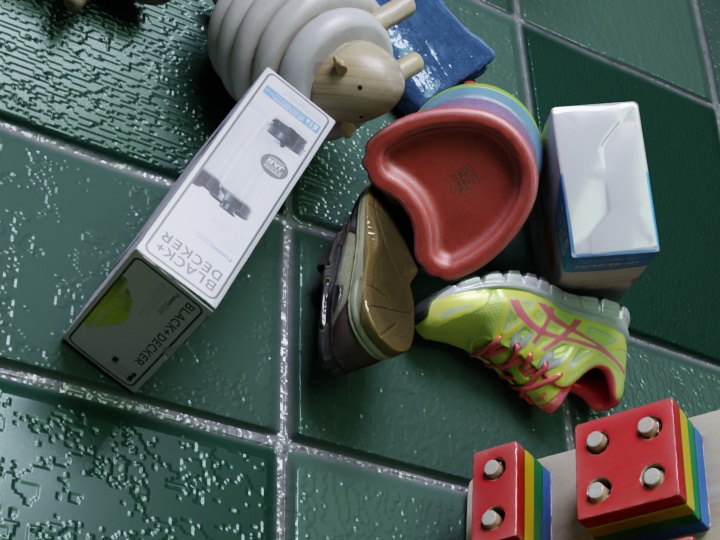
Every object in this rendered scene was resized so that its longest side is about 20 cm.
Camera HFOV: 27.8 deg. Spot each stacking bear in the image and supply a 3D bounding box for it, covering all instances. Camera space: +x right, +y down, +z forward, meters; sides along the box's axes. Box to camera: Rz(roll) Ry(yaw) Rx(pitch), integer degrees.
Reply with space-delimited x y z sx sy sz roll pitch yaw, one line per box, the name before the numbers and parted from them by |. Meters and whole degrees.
stacking bear | 0.084 -0.092 1.113 0.122 0.113 0.200 59 16 -12

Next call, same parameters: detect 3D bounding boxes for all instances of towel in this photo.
towel | 0.018 -0.222 1.213 0.200 0.049 0.111 52 45 3

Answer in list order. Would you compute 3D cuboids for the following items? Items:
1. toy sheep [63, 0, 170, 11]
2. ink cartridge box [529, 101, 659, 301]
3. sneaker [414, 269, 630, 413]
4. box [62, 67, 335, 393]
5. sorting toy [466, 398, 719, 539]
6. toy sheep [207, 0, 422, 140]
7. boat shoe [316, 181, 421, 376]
toy sheep | -0.198 -0.269 1.023 0.200 0.137 0.138 50 41 -23
ink cartridge box | 0.173 -0.041 1.133 0.067 0.200 0.116 -5 76 -2
sneaker | 0.127 0.059 1.088 0.199 0.078 0.091 11 65 -28
box | -0.101 -0.029 0.942 0.060 0.117 0.201 38 46 -10
sorting toy | 0.140 0.187 0.910 0.070 0.199 0.200 43 39 -39
toy sheep | -0.042 -0.164 1.057 0.137 0.139 0.200 -8 30 -40
boat shoe | 0.000 0.000 1.034 0.073 0.065 0.200 53 22 -21
